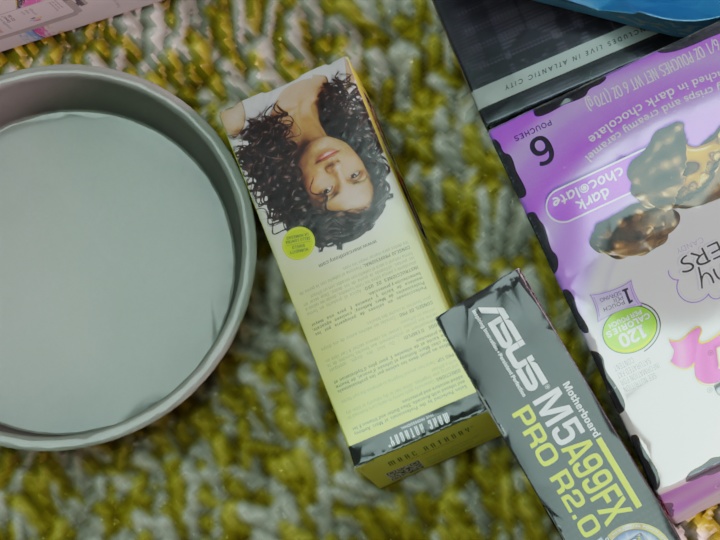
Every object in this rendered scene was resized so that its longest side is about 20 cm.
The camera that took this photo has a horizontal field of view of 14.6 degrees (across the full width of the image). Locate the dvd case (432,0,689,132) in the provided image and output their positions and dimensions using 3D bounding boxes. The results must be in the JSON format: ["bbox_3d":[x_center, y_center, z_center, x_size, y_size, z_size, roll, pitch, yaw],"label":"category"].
[{"bbox_3d":[0.097,-0.185,1.431,0.149,0.016,0.200,-23,69,4],"label":"dvd case"}]

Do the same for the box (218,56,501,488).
[{"bbox_3d":[0.000,0.000,1.380,0.075,0.050,0.200,-25,70,5],"label":"box"}]

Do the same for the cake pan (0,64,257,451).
[{"bbox_3d":[-0.149,-0.004,1.409,0.200,0.037,0.200,-1,73,4],"label":"cake pan"}]

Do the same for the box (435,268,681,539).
[{"bbox_3d":[0.106,0.100,1.245,0.044,0.200,0.160,-30,69,2],"label":"box"}]

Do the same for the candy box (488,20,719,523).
[{"bbox_3d":[0.179,-0.007,1.329,0.168,0.072,0.200,-25,69,4],"label":"candy box"}]

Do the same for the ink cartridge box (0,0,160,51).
[{"bbox_3d":[-0.192,-0.180,1.469,0.200,0.067,0.117,-16,70,6],"label":"ink cartridge box"}]

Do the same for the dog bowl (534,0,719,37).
[{"bbox_3d":[0.122,-0.177,1.389,0.200,0.050,0.112,16,77,16],"label":"dog bowl"}]
